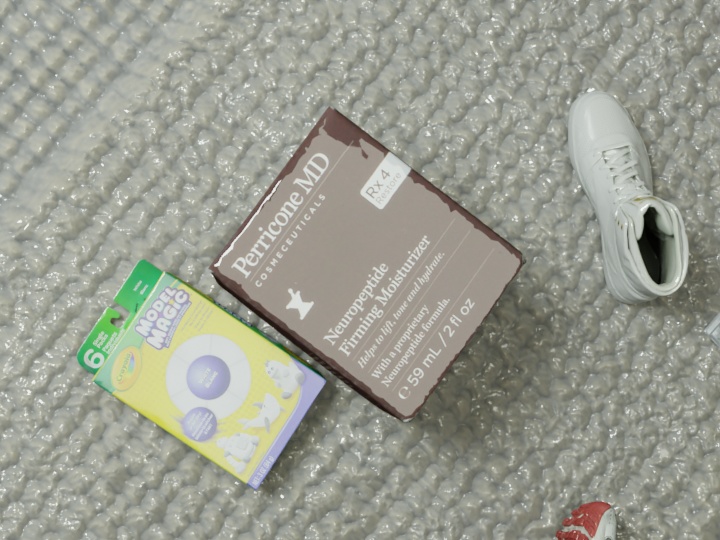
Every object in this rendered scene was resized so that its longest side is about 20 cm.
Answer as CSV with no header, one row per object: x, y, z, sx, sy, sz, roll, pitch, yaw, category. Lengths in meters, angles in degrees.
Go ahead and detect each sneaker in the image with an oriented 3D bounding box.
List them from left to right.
0.215,0.305,0.984,0.081,0.078,0.203,-1,97,-10,sneaker
0.244,-0.072,0.978,0.073,0.116,0.202,-15,88,-4,sneaker

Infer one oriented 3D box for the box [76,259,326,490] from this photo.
-0.142,0.088,0.967,0.199,0.048,0.118,33,84,-2,box

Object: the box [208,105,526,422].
0.000,0.000,0.925,0.199,0.164,0.167,37,85,-3,box

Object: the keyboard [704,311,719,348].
0.413,0.106,1.041,0.200,0.011,0.056,44,79,-3,keyboard
